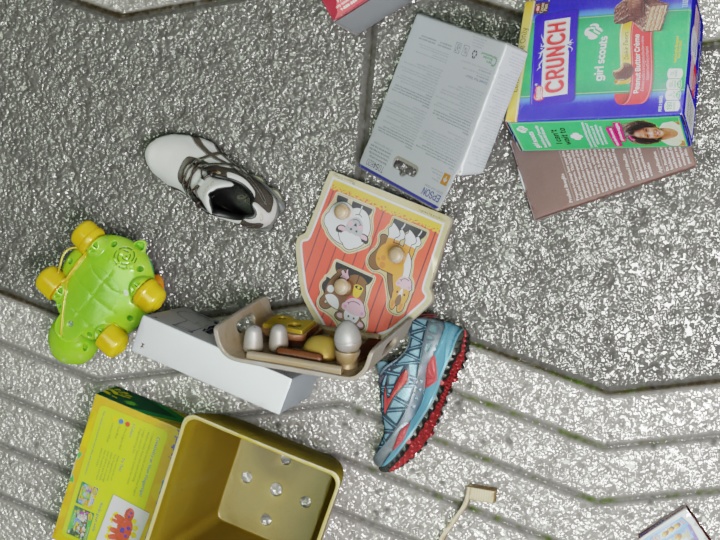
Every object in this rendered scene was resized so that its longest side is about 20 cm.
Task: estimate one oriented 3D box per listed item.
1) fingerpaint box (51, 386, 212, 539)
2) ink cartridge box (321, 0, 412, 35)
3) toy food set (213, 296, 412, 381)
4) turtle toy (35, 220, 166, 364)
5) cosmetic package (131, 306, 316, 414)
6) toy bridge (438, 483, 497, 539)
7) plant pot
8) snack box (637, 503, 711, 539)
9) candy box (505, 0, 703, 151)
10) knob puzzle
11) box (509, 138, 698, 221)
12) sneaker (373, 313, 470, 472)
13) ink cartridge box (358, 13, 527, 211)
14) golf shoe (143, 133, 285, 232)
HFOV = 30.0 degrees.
[{"bbox_3d":[-0.282,0.274,1.721,0.165,0.073,0.202,20,98,11],"label":"fingerpaint box"},{"bbox_3d":[-0.006,-0.407,1.578,0.144,0.145,0.202,-30,86,13],"label":"ink cartridge box"},{"bbox_3d":[-0.054,0.069,1.579,0.198,0.143,0.061,9,108,19],"label":"toy food set"},{"bbox_3d":[-0.330,0.038,1.701,0.146,0.101,0.200,43,102,7],"label":"turtle toy"},{"bbox_3d":[-0.161,0.107,1.644,0.198,0.151,0.052,22,98,9],"label":"cosmetic package"},{"bbox_3d":[0.125,0.364,1.662,0.066,0.027,0.203,8,96,14],"label":"toy bridge"},{"bbox_3d":[-0.125,0.285,1.635,0.198,0.176,0.202,20,99,10],"label":"plant pot"},{"bbox_3d":[0.417,0.383,1.601,0.072,0.024,0.201,-35,86,13],"label":"snack box"},{"bbox_3d":[0.275,-0.224,1.510,0.198,0.077,0.171,-1,63,25],"label":"candy box"},{"bbox_3d":[0.000,0.000,1.641,0.217,0.030,0.223,-1,88,24],"label":"knob puzzle"},{"bbox_3d":[0.284,-0.136,1.571,0.198,0.075,0.101,-17,90,11],"label":"box"},{"bbox_3d":[0.058,0.148,1.648,0.095,0.079,0.202,27,93,23],"label":"sneaker"},{"bbox_3d":[0.092,-0.183,1.563,0.040,0.199,0.202,17,100,-34],"label":"ink cartridge box"},{"bbox_3d":[-0.189,-0.115,1.665,0.198,0.094,0.079,25,100,11],"label":"golf shoe"}]
